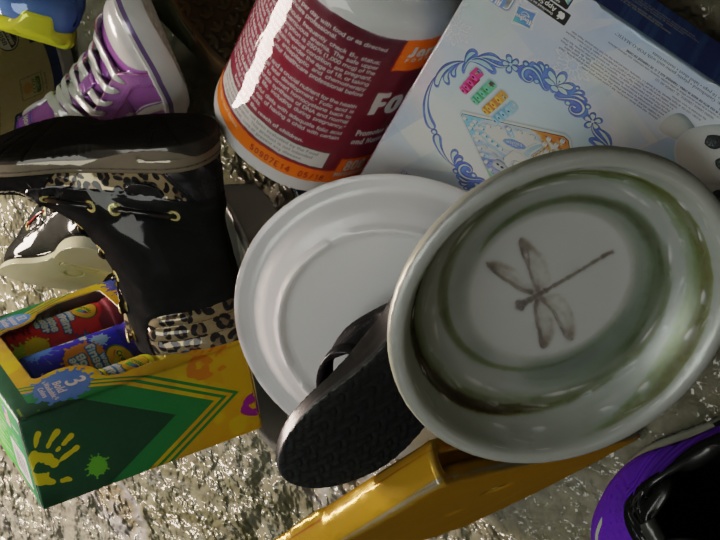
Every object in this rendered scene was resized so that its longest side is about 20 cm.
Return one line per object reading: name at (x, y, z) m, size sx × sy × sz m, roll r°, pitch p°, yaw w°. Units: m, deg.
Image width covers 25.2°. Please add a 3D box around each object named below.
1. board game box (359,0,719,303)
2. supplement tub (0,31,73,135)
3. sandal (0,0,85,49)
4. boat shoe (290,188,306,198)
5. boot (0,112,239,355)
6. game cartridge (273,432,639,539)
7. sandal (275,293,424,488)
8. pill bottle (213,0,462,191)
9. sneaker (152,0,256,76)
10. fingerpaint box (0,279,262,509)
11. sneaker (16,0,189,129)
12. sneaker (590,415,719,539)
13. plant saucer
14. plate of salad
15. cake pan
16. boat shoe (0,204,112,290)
board game box at (0.123, -0.068, 0.915) m, size 0.200 × 0.043 × 0.199 m, roll 35°, pitch 133°, yaw 2°
supplement tub at (-0.330, -0.135, 1.210) m, size 0.144 × 0.200 × 0.145 m, roll 21°, pitch 126°, yaw 32°
sandal at (-0.223, -0.217, 1.109) m, size 0.087 × 0.079 × 0.200 m, roll -64°, pitch 24°, yaw 23°
boat shoe at (0.000, 0.000, 1.065) m, size 0.201 × 0.091 × 0.071 m, roll 53°, pitch 136°, yaw 6°
boot at (-0.163, -0.023, 1.057) m, size 0.199 × 0.073 × 0.151 m, roll -3°, pitch 118°, yaw 24°
game cartridge at (0.053, 0.142, 1.037) m, size 0.200 × 0.176 × 0.033 m, roll -36°, pitch 68°, yaw 47°
sandal at (0.022, 0.046, 0.939) m, size 0.201 × 0.075 × 0.048 m, roll -51°, pitch 33°, yaw 14°
pill bottle at (-0.005, -0.151, 0.967) m, size 0.114 × 0.114 × 0.200 m, roll 46°, pitch 136°, yaw 13°
sneaker at (-0.136, -0.216, 1.095) m, size 0.201 × 0.067 × 0.090 m, roll 59°, pitch 153°, yaw -8°
fingerpaint box at (-0.188, 0.076, 1.177) m, size 0.200 × 0.166 × 0.074 m, roll 34°, pitch 138°, yaw 60°
sneaker at (-0.177, -0.116, 1.085) m, size 0.201 × 0.114 × 0.073 m, roll 100°, pitch 146°, yaw -70°
sneaker at (0.189, 0.140, 0.963) m, size 0.070 × 0.099 × 0.200 m, roll 53°, pitch 136°, yaw 8°
plant saucer at (0.107, 0.013, 0.884) m, size 0.050 × 0.199 × 0.201 m, roll -113°, pitch 23°, yaw -55°
plate of salad at (0.022, 0.027, 0.982) m, size 0.199 × 0.048 × 0.201 m, roll 4°, pitch 119°, yaw 7°
cake pan at (-0.071, 0.027, 1.127) m, size 0.200 × 0.037 × 0.201 m, roll 162°, pitch 90°, yaw -74°
boat shoe at (-0.232, -0.025, 1.290) m, size 0.201 × 0.073 × 0.063 m, roll -20°, pitch 60°, yaw 57°
